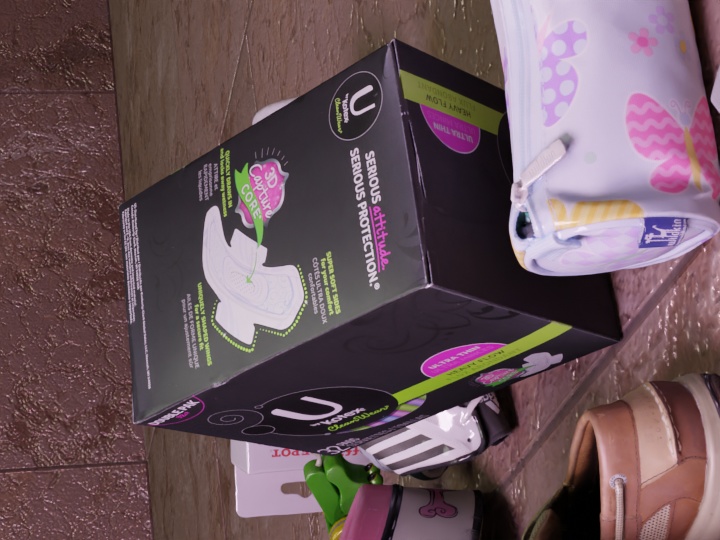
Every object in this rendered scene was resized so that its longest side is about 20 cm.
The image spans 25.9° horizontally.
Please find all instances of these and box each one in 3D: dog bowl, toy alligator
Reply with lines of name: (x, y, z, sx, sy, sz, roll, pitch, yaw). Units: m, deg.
dog bowl: (0.008, 0.216, 0.931, 0.200, 0.074, 0.201, 18, -90, -89)
toy alligator: (0.001, 0.157, 1.044, 0.059, 0.054, 0.201, -110, 0, -65)

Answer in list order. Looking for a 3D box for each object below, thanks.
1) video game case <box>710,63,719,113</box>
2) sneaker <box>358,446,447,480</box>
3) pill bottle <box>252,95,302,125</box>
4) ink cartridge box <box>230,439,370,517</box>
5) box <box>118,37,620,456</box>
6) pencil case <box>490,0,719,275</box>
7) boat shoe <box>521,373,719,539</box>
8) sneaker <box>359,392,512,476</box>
video game case: (0.171, -0.105, 0.502, 0.143, 0.018, 0.201, -110, 23, -50)
sneaker: (0.039, 0.034, 0.980, 0.071, 0.073, 0.201, 16, 112, 54)
pill bottle: (-0.015, -0.013, 1.069, 0.111, 0.110, 0.201, 145, 122, -73)
ink cartridge box: (-0.036, 0.085, 1.162, 0.067, 0.115, 0.201, -178, 86, -75)
box: (0.000, 0.000, 0.775, 0.200, 0.148, 0.125, -26, 62, 38)
pencil case: (0.094, -0.097, 0.661, 0.083, 0.090, 0.201, 130, 137, -70)
boat shoe: (0.105, 0.122, 0.680, 0.076, 0.074, 0.201, -108, 21, -49)
sneaker: (0.060, 0.035, 0.900, 0.201, 0.115, 0.076, -58, -15, 25)
